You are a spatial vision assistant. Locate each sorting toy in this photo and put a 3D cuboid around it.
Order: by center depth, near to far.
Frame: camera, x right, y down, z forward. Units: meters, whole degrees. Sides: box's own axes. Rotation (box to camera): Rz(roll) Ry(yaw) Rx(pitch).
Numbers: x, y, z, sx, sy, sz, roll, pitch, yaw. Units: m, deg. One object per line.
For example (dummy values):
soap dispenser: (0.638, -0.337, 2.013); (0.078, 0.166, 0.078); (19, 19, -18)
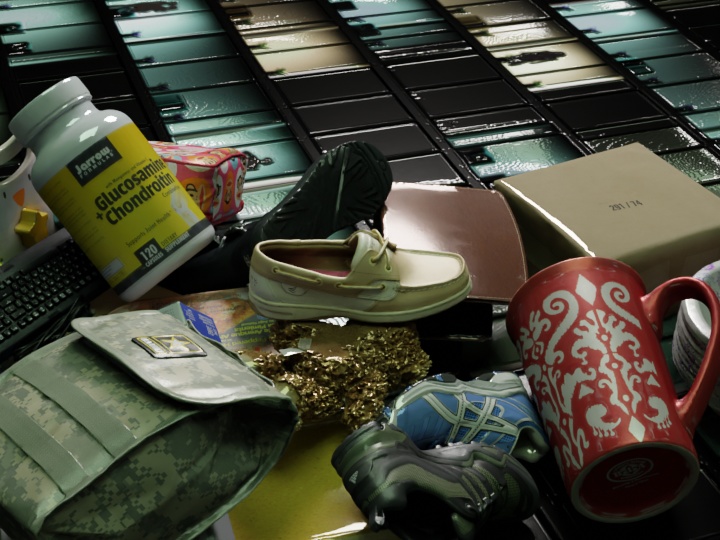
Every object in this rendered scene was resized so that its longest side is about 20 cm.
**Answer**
sorting toy: (-0.350, -0.053, 1.198); (0.106, 0.181, 0.200); (16, 37, 19)

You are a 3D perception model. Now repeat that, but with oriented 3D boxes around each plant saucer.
plant saucer: (-0.054, 0.186, 0.993); (0.199, 0.049, 0.200); (-8, 36, -15)

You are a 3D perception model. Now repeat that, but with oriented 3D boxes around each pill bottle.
pill bottle: (-0.237, -0.078, 1.153); (0.200, 0.112, 0.112); (52, 44, -5)

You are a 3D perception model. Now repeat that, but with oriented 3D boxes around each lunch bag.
lunch bag: (-0.163, 0.111, 0.844); (0.200, 0.118, 0.164); (-38, 41, -24)
lunch bag: (-0.222, -0.100, 1.308); (0.175, 0.082, 0.200); (10, 9, 8)

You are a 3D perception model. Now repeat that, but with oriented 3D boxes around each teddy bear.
teddy bear: (-0.032, 0.090, 1.041); (0.144, 0.067, 0.200); (15, 25, 24)

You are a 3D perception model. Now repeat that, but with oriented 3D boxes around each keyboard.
keyboard: (-0.296, 0.025, 1.137); (0.104, 0.040, 0.200); (46, 50, 4)

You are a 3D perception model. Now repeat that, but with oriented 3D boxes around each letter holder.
letter holder: (0.086, 0.007, 1.216); (0.141, 0.101, 0.200); (2, 35, -4)

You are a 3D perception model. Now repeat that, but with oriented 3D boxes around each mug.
mug: (0.220, 0.090, 1.041); (0.133, 0.178, 0.200); (22, 36, -26)

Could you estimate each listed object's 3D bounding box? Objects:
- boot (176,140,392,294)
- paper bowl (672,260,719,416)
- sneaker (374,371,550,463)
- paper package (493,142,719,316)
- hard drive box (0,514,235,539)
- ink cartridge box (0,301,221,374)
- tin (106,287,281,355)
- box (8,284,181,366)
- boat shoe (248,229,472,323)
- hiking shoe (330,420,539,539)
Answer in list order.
boot: (-0.080, -0.048, 1.230); (0.168, 0.077, 0.200); (-17, 21, 51)
paper bowl: (0.389, 0.079, 1.126); (0.200, 0.105, 0.201); (2, 36, -1)
sneaker: (0.085, 0.135, 1.026); (0.199, 0.076, 0.077); (-7, 50, -40)
paper package: (0.263, -0.035, 1.284); (0.199, 0.104, 0.191); (-16, 39, -24)
hard drive box: (-0.183, 0.188, 0.917); (0.155, 0.077, 0.200); (-25, 39, -3)
ink cartridge box: (-0.220, 0.088, 1.018); (0.199, 0.094, 0.044); (-22, 76, 6)
tin: (-0.145, 0.068, 1.127); (0.199, 0.042, 0.112); (-6, 33, -14)
box: (-0.204, 0.077, 1.161); (0.199, 0.021, 0.163); (21, 39, 22)
boat shoe: (0.000, 0.000, 1.069); (0.199, 0.069, 0.074); (-4, 35, -5)
hiking shoe: (0.067, 0.186, 0.946); (0.199, 0.076, 0.101); (17, 37, -34)
